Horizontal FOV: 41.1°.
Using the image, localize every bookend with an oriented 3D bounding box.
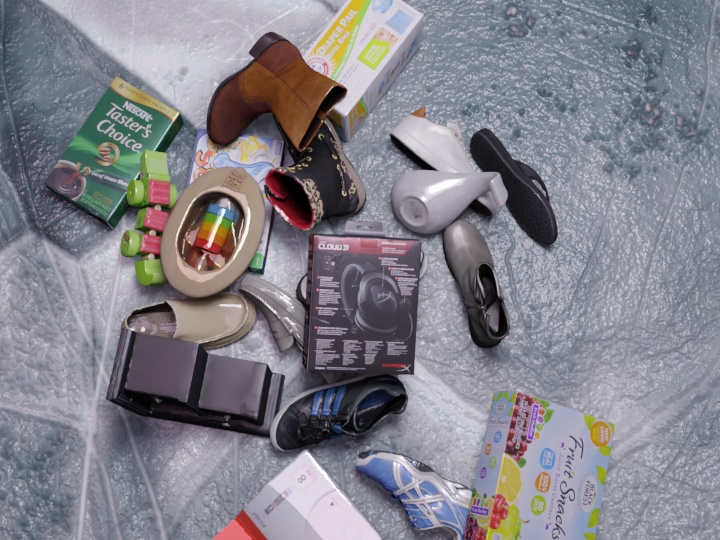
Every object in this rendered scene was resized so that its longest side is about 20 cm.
[{"bbox_3d":[-0.210,0.154,1.278,0.198,0.199,0.093,9,76,1],"label":"bookend"}]

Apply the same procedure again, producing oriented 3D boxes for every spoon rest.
[{"bbox_3d":[0.126,-0.104,1.367,0.061,0.199,0.100,-42,115,-43],"label":"spoon rest"}]

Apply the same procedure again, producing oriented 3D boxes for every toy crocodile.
[{"bbox_3d":[-0.302,-0.076,1.392,0.067,0.062,0.202,11,77,-34],"label":"toy crocodile"}]

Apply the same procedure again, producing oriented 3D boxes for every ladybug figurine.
[{"bbox_3d":[-0.204,-0.053,1.358,0.135,0.072,0.202,24,78,5],"label":"ladybug figurine"}]

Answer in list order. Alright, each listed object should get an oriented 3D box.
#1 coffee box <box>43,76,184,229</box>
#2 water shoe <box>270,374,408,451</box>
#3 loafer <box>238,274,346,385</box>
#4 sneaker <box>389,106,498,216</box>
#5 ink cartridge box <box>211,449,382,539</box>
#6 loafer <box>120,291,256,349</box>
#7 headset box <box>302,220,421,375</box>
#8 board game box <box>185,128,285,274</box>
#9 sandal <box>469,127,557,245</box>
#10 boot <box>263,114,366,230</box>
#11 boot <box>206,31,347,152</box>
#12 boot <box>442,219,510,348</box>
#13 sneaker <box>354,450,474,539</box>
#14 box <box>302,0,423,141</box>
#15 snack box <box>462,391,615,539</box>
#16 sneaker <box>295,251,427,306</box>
[{"bbox_3d":[-0.368,-0.179,1.441,0.122,0.044,0.201,31,78,7],"label":"coffee box"},{"bbox_3d":[-0.031,0.196,1.318,0.198,0.079,0.072,-26,111,-6],"label":"water shoe"},{"bbox_3d":[-0.097,0.083,1.354,0.199,0.070,0.070,38,77,1],"label":"loafer"},{"bbox_3d":[0.141,-0.168,1.422,0.200,0.073,0.085,43,82,11],"label":"sneaker"},{"bbox_3d":[-0.094,0.370,1.301,0.200,0.057,0.163,-40,79,-14],"label":"ink cartridge box"},{"bbox_3d":[-0.246,0.075,1.364,0.198,0.068,0.076,-12,76,-3],"label":"loafer"},{"bbox_3d":[0.001,0.034,1.296,0.147,0.077,0.202,2,92,-10],"label":"headset box"},{"bbox_3d":[-0.193,-0.104,1.427,0.134,0.034,0.202,7,76,2],"label":"board game box"},{"bbox_3d":[0.238,-0.131,1.416,0.048,0.075,0.201,-27,77,-25],"label":"sandal"},{"bbox_3d":[-0.085,-0.152,1.369,0.073,0.150,0.201,-30,93,33],"label":"boot"},{"bbox_3d":[-0.120,-0.217,1.343,0.189,0.068,0.200,-48,49,6],"label":"boot"},{"bbox_3d":[0.170,0.007,1.348,0.067,0.131,0.202,-14,76,-3],"label":"boot"},{"bbox_3d":[0.079,0.306,1.301,0.198,0.076,0.078,25,73,8],"label":"sneaker"},{"bbox_3d":[-0.006,-0.315,1.445,0.112,0.101,0.201,34,79,9],"label":"box"},{"bbox_3d":[0.241,0.280,1.285,0.167,0.068,0.202,20,76,-20],"label":"snack box"},{"bbox_3d":[0.000,0.000,1.379,0.198,0.080,0.074,-19,78,-3],"label":"sneaker"}]
